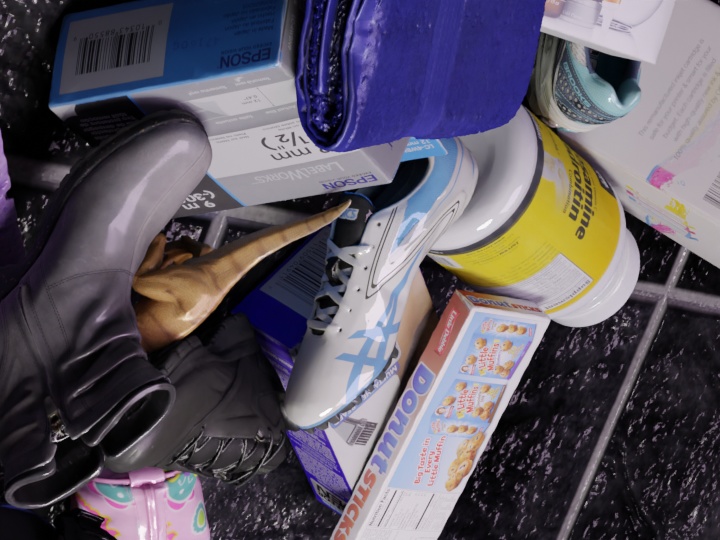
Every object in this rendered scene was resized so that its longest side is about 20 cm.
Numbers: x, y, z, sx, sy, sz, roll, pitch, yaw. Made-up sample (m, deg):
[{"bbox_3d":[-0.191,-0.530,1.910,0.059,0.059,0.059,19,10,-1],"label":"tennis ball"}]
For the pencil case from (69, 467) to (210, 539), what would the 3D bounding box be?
[{"bbox_3d":[-0.128,0.203,1.534,0.087,0.087,0.200,-14,106,-43],"label":"pencil case"}]

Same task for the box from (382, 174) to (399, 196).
[{"bbox_3d":[0.023,-0.163,1.537,0.200,0.046,0.159,-57,142,-6],"label":"box"}]

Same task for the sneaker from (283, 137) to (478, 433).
[{"bbox_3d":[0.000,0.000,1.518,0.072,0.072,0.200,32,78,-30],"label":"sneaker"}]

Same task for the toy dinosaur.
[{"bbox_3d":[-0.094,0.008,1.450,0.200,0.106,0.060,-37,133,1],"label":"toy dinosaur"}]

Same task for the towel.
[{"bbox_3d":[0.035,-0.142,1.367,0.200,0.050,0.148,-10,116,-58],"label":"towel"}]

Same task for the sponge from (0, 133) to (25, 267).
[{"bbox_3d":[-0.230,0.018,1.381,0.112,0.030,0.200,-33,136,-30],"label":"sponge"}]

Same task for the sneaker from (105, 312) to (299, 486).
[{"bbox_3d":[-0.086,0.085,1.479,0.076,0.091,0.200,-40,176,24],"label":"sneaker"}]

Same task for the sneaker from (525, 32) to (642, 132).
[{"bbox_3d":[0.161,-0.186,1.606,0.078,0.086,0.200,3,91,-26],"label":"sneaker"}]

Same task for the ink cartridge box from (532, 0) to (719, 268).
[{"bbox_3d":[0.228,-0.093,1.703,0.129,0.200,0.125,-56,167,-6],"label":"ink cartridge box"}]

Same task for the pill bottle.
[{"bbox_3d":[0.103,-0.034,1.657,0.112,0.112,0.200,-59,143,-2],"label":"pill bottle"}]

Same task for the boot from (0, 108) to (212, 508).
[{"bbox_3d":[-0.126,0.023,1.334,0.200,0.132,0.070,-48,142,12],"label":"boot"}]

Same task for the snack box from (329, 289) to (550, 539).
[{"bbox_3d":[0.049,0.106,1.640,0.072,0.024,0.200,9,114,-41],"label":"snack box"}]

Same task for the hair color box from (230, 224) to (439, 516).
[{"bbox_3d":[0.001,0.067,1.646,0.109,0.065,0.200,-44,141,-19],"label":"hair color box"}]

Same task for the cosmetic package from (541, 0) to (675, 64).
[{"bbox_3d":[0.106,-0.218,1.486,0.200,0.052,0.151,14,94,-32],"label":"cosmetic package"}]

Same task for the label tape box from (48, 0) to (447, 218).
[{"bbox_3d":[-0.057,-0.078,1.417,0.200,0.143,0.066,47,42,-50],"label":"label tape box"}]

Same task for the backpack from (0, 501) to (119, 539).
[{"bbox_3d":[-0.219,0.217,1.385,0.154,0.191,0.200,-41,146,20],"label":"backpack"}]
